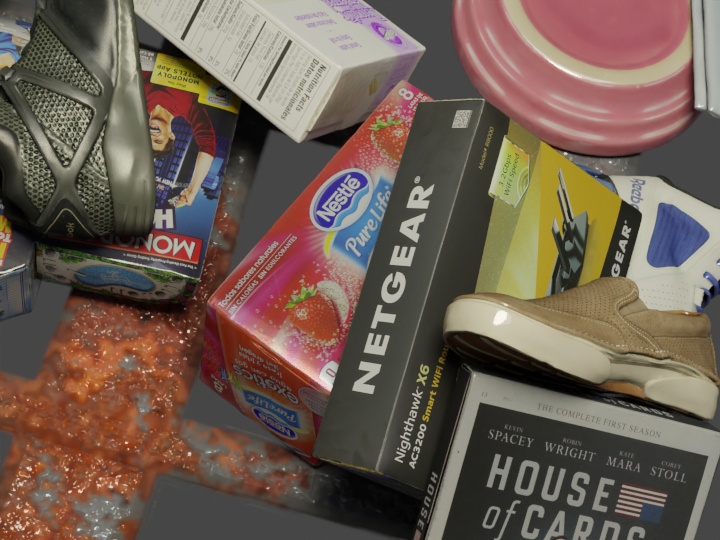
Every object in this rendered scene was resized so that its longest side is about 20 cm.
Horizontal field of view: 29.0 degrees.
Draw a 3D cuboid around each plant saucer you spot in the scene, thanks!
[{"bbox_3d":[0.163,-0.177,0.980,0.197,0.051,0.203,4,61,-8],"label":"plant saucer"}]

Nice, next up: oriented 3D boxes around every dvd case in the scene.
[{"bbox_3d":[0.093,0.161,0.714,0.148,0.025,0.203,14,96,-18],"label":"dvd case"}]

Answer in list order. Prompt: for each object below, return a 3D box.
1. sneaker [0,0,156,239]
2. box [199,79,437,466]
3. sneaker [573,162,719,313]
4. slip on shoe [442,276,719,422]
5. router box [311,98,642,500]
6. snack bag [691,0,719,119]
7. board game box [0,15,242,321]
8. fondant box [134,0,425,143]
[{"bbox_3d":[-0.180,-0.113,0.782,0.113,0.076,0.202,-4,76,-16],"label":"sneaker"},{"bbox_3d":[0.000,0.000,0.821,0.095,0.100,0.200,34,61,10],"label":"box"},{"bbox_3d":[0.194,0.014,0.863,0.113,0.081,0.202,-6,61,-11],"label":"sneaker"},{"bbox_3d":[0.120,0.031,0.718,0.198,0.076,0.061,18,80,-37],"label":"slip on shoe"},{"bbox_3d":[0.070,0.030,0.763,0.156,0.052,0.203,27,75,-41],"label":"router box"},{"bbox_3d":[0.314,-0.153,0.989,0.198,0.021,0.191,19,57,-22],"label":"snack bag"},{"bbox_3d":[-0.184,-0.045,0.833,0.197,0.062,0.202,13,61,-4],"label":"board game box"},{"bbox_3d":[-0.071,-0.170,0.885,0.199,0.059,0.144,40,25,10],"label":"fondant box"}]
